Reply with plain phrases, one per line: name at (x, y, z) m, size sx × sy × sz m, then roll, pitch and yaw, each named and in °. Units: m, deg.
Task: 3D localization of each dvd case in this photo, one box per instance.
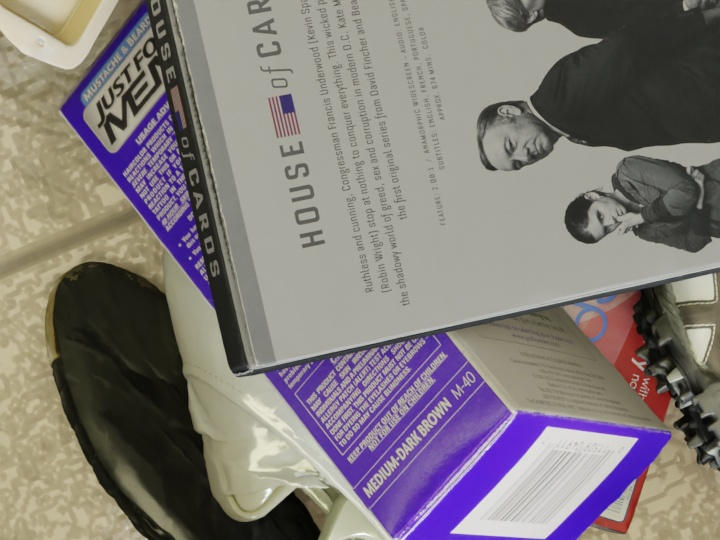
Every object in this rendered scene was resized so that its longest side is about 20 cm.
dvd case at (0.038, -0.061, 0.847) m, size 0.199 × 0.025 × 0.151 m, roll -12°, pitch 86°, yaw -23°

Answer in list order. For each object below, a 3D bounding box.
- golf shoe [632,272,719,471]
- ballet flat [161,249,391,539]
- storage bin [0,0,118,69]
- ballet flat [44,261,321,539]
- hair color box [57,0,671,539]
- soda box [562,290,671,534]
golf shoe at (0.128, 0.000, 0.918) m, size 0.094 × 0.078 × 0.201 m, roll -29°, pitch 98°, yaw -3°
ballet flat at (-0.009, 0.077, 0.961) m, size 0.200 × 0.069 × 0.069 m, roll 45°, pitch 91°, yaw -4°
storage bin at (-0.141, -0.180, 0.862) m, size 0.199 × 0.094 × 0.199 m, roll 21°, pitch 74°, yaw 27°
ballet flat at (-0.054, 0.087, 1.003) m, size 0.066 × 0.057 × 0.200 m, roll -32°, pitch 86°, yaw -24°
hair color box at (0.000, 0.000, 0.923) m, size 0.065 × 0.109 × 0.200 m, roll -47°, pitch 62°, yaw 18°
soda box at (0.091, -0.014, 0.987) m, size 0.063 × 0.070 × 0.201 m, roll 18°, pitch 93°, yaw -4°
